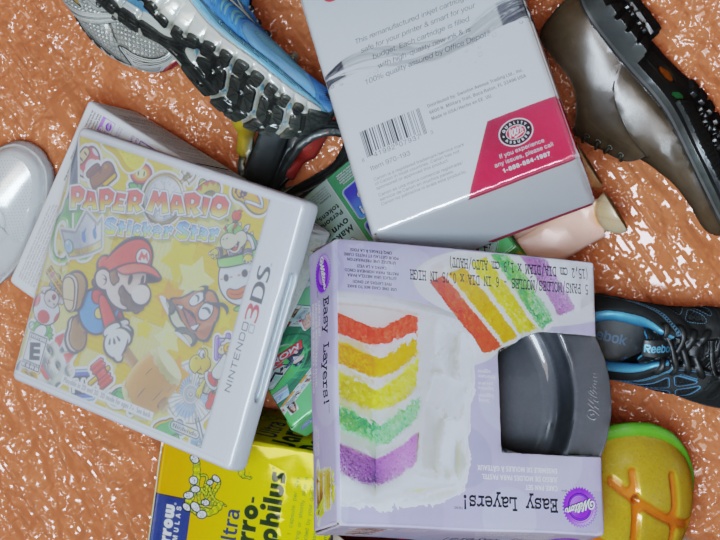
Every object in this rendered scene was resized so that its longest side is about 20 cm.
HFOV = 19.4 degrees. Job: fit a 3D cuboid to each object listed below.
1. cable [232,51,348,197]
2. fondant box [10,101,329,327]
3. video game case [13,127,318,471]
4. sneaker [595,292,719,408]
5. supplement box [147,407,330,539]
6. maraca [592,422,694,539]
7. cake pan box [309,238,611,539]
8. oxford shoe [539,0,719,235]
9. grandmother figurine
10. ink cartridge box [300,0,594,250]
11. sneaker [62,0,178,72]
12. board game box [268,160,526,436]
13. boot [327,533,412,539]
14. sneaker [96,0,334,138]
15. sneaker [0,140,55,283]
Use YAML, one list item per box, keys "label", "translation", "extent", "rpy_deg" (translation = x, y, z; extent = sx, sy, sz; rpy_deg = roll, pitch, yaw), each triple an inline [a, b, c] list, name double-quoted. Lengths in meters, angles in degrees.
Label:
- label: "cable"
  translation: [-0.071, -0.056, 1.512]
  extent: [0.096, 0.050, 0.201]
  rpy_deg: [21, 112, -11]
- label: "fondant box"
  translation: [-0.136, -0.009, 1.469]
  extent: [0.199, 0.058, 0.145]
  rpy_deg: [32, 102, 31]
- label: "video game case"
  translation: [-0.135, 0.016, 1.420]
  extent: [0.199, 0.023, 0.184]
  rpy_deg: [19, 95, 32]
- label: "sneaker"
  translation: [0.222, 0.059, 1.446]
  extent: [0.198, 0.082, 0.074]
  rpy_deg: [5, 95, 7]
- label: "supplement box"
  translation: [-0.039, 0.166, 1.486]
  extent: [0.198, 0.109, 0.111]
  rpy_deg: [10, 99, 7]
- label: "maraca"
  translation: [0.142, 0.178, 1.448]
  extent: [0.199, 0.107, 0.138]
  rpy_deg: [-29, 123, -7]
- label: "cake pan box"
  translation: [0.064, 0.080, 1.351]
  extent: [0.198, 0.052, 0.186]
  rpy_deg: [6, 76, -23]
- label: "oxford shoe"
  translation: [0.195, -0.101, 1.446]
  extent: [0.084, 0.073, 0.201]
  rpy_deg: [-35, 88, 28]
- label: "grandmother figurine"
  translation: [0.081, -0.011, 1.472]
  extent: [0.199, 0.061, 0.122]
  rpy_deg: [-32, 63, 9]
- label: "ink cartridge box"
  translation: [0.056, -0.121, 1.410]
  extent: [0.144, 0.083, 0.202]
  rpy_deg: [-20, 65, 9]
- label: "sneaker"
  translation: [-0.197, -0.217, 1.480]
  extent: [0.078, 0.082, 0.200]
  rpy_deg: [-43, 90, 10]
- label: "board game box"
  translation: [0.000, 0.000, 1.459]
  extent: [0.200, 0.029, 0.135]
  rpy_deg: [-39, 64, 9]
- label: "boot"
  translation: [0.039, 0.239, 1.388]
  extent: [0.198, 0.073, 0.152]
  rpy_deg: [9, 114, -23]
- label: "sneaker"
  translation: [-0.088, -0.175, 1.432]
  extent: [0.200, 0.078, 0.090]
  rpy_deg: [42, 64, -4]
- label: "sneaker"
  translation: [-0.299, -0.005, 1.505]
  extent: [0.074, 0.116, 0.201]
  rpy_deg: [38, 99, 5]
